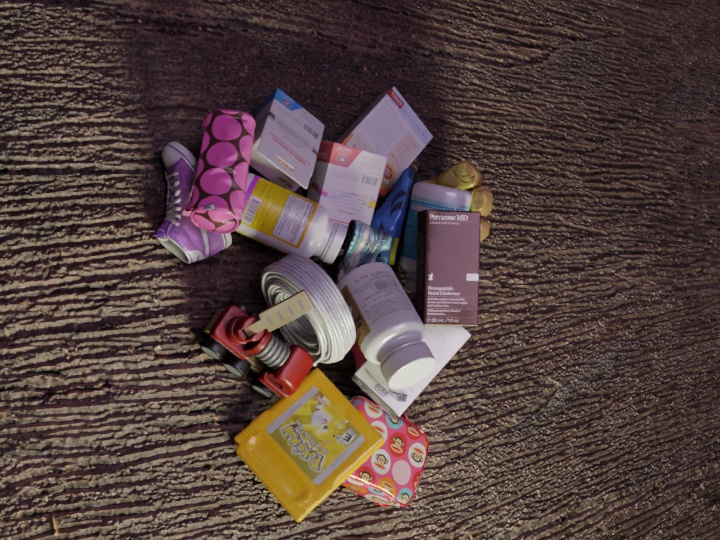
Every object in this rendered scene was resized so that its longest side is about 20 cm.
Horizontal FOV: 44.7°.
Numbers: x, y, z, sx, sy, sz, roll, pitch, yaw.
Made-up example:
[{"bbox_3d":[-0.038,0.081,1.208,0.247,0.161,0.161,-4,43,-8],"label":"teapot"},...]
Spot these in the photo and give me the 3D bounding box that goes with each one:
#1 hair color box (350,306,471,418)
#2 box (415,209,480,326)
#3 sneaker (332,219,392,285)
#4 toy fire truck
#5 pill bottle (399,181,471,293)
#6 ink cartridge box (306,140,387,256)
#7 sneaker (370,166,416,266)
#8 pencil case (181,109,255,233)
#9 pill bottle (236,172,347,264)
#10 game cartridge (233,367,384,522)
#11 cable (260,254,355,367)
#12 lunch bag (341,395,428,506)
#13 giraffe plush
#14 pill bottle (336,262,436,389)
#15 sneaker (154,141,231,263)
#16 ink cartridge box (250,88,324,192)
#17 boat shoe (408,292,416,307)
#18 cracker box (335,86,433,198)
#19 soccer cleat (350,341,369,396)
[{"bbox_3d":[0.090,0.154,1.562,0.109,0.065,0.200,44,73,3],"label":"hair color box"},{"bbox_3d":[0.152,-0.004,1.518,0.100,0.075,0.200,1,89,-9],"label":"box"},{"bbox_3d":[0.000,0.000,1.560,0.086,0.200,0.078,13,48,-9],"label":"sneaker"},{"bbox_3d":[-0.138,0.115,1.424,0.176,0.200,0.129,42,66,-20],"label":"toy fire truck"},{"bbox_3d":[0.134,-0.057,1.614,0.111,0.111,0.200,6,98,-34],"label":"pill bottle"},{"bbox_3d":[-0.036,-0.128,1.617,0.116,0.067,0.200,12,95,-28],"label":"ink cartridge box"},{"bbox_3d":[0.054,-0.107,1.642,0.078,0.066,0.200,13,78,14],"label":"sneaker"},{"bbox_3d":[-0.228,-0.166,1.423,0.094,0.091,0.200,9,64,-8],"label":"pencil case"},{"bbox_3d":[-0.127,-0.084,1.513,0.200,0.104,0.104,25,64,-7],"label":"pill bottle"},{"bbox_3d":[-0.088,0.289,1.470,0.200,0.032,0.176,-39,77,-25],"label":"game cartridge"},{"bbox_3d":[-0.087,0.067,1.479,0.069,0.200,0.200,-36,101,-26],"label":"cable"},{"bbox_3d":[0.027,0.314,1.575,0.200,0.082,0.176,34,61,-24],"label":"lunch bag"},{"bbox_3d":[0.177,-0.129,1.741,0.162,0.200,0.173,-6,103,-68],"label":"giraffe plush"},{"bbox_3d":[0.044,0.094,1.481,0.114,0.114,0.200,-5,52,-36],"label":"pill bottle"},{"bbox_3d":[-0.302,-0.109,1.451,0.114,0.073,0.201,-29,96,-33],"label":"sneaker"},{"bbox_3d":[-0.139,-0.218,1.549,0.116,0.068,0.200,36,37,-22],"label":"ink cartridge box"},{"bbox_3d":[0.109,0.143,1.636,0.072,0.076,0.200,4,100,-32],"label":"boat shoe"},{"bbox_3d":[0.042,-0.251,1.735,0.134,0.058,0.200,50,57,-17],"label":"cracker box"},{"bbox_3d":[0.015,0.139,1.630,0.076,0.067,0.200,14,61,-65],"label":"soccer cleat"}]
